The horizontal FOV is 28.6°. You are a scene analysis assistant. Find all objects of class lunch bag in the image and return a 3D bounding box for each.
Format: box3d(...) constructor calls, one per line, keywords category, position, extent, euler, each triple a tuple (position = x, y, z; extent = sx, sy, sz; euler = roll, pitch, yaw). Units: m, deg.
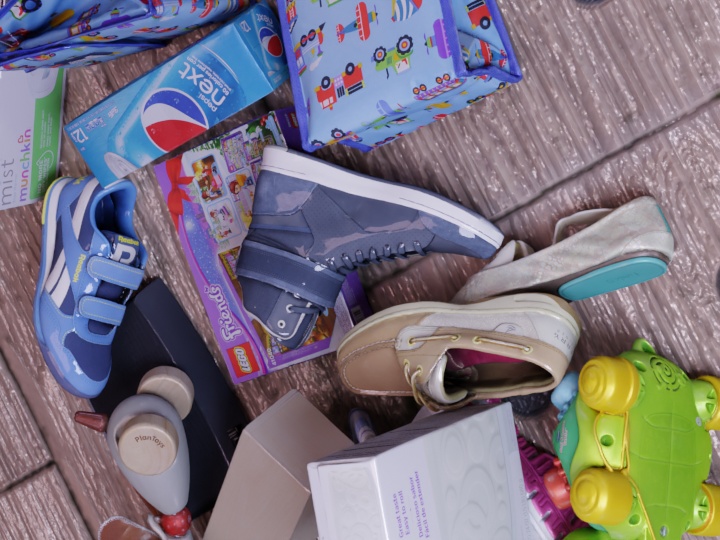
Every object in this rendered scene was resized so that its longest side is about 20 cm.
box3d(category="lunch bag", position=(-0.212, -0.212, 1.145), extent=(0.198, 0.150, 0.095), euler=(-22, 91, 31))
box3d(category="lunch bag", position=(0.011, -0.210, 1.058), extent=(0.149, 0.094, 0.202), euler=(-21, 82, 33))

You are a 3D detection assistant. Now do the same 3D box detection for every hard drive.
box3d(category="hard drive", position=(-0.179, 0.124, 1.267), extent=(0.134, 0.042, 0.201), euler=(-33, 84, 31))

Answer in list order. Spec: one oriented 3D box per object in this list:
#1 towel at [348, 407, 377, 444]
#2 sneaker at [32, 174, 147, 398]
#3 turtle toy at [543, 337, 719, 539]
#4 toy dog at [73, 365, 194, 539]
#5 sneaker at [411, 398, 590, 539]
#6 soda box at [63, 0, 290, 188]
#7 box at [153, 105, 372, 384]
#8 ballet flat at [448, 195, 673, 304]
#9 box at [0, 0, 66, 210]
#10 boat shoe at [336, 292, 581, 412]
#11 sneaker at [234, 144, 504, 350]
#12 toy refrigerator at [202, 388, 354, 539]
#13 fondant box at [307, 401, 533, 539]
box3d(category="towel", position=(0.022, 0.193, 1.099), extent=(0.023, 0.200, 0.149), euler=(-12, 96, -5))
box3d(category="sneaker", position=(-0.231, 0.008, 1.221), extent=(0.081, 0.074, 0.203), euler=(-10, 75, 28))
box3d(category="turtle toy", position=(0.187, 0.148, 1.004), extent=(0.101, 0.144, 0.203), euler=(-6, 74, 55))
box3d(category="toy dog", position=(-0.193, 0.183, 1.203), extent=(0.095, 0.132, 0.203), euler=(2, 95, 5))
box3d(category="sneaker", position=(0.108, 0.176, 1.102), extent=(0.200, 0.081, 0.088), euler=(50, 121, 19))
box3d(category="soda box", position=(-0.148, -0.144, 1.166), extent=(0.199, 0.068, 0.065), euler=(-25, 105, 31))
box3d(category="box", position=(-0.080, -0.019, 1.181), extent=(0.136, 0.039, 0.202), euler=(-19, 92, 30))
box3d(category="ballet flat", position=(0.142, -0.002, 1.058), extent=(0.198, 0.067, 0.063), euler=(-20, 62, 28))
box3d(category="box", position=(-0.360, -0.176, 1.267), extent=(0.175, 0.096, 0.203), euler=(17, 109, 25))
box3d(category="boat shoe", position=(0.064, 0.066, 1.041), extent=(0.198, 0.067, 0.074), euler=(-14, 129, 30))
box3d(category="sneaker", position=(0.000, 0.000, 1.083), extent=(0.200, 0.077, 0.148), euler=(16, 85, 15))
box3d(category="toy refrigerator", position=(-0.070, 0.193, 1.173), extent=(0.076, 0.070, 0.201), euler=(40, 140, 16))
box3d(category="fondant box", position=(0.050, 0.181, 0.973), extent=(0.058, 0.199, 0.146), euler=(-10, 91, 33))
